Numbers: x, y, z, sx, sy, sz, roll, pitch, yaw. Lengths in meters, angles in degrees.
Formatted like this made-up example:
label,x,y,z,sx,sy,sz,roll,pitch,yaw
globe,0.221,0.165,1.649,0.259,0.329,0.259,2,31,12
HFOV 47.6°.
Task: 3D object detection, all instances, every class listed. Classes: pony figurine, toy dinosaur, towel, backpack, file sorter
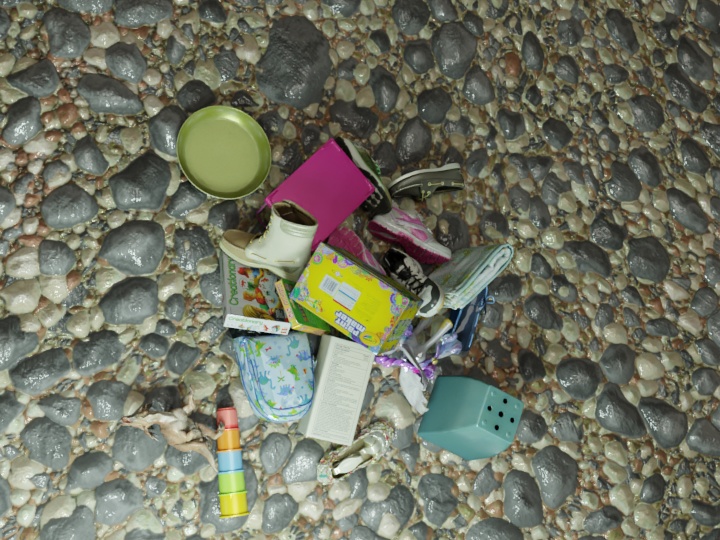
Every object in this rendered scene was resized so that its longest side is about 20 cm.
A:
label,x,y,z,sx,sy,sz,roll,pitch,yaw
pony figurine,0.114,0.176,1.713,0.199,0.167,0.193,-29,58,-22
toy dinosaur,-0.340,0.298,1.512,0.201,0.134,0.086,57,22,-30
towel,0.216,0.010,1.763,0.200,0.171,0.048,-40,110,-25
backpack,-0.162,0.197,1.593,0.162,0.153,0.202,-2,91,-30
file sorter,-0.100,-0.143,1.691,0.139,0.125,0.200,48,66,-8

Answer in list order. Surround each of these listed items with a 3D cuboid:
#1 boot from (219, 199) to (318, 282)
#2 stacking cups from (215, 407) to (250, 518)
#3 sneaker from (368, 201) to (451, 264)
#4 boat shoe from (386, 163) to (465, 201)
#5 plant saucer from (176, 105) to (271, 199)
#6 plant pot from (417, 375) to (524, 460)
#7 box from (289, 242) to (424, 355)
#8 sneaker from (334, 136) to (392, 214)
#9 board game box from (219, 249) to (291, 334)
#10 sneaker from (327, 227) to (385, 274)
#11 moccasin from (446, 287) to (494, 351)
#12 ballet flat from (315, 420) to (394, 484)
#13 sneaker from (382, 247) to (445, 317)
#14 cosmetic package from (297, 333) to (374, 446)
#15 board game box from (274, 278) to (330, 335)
label,x,y,z,sx,sy,sz,roll,pitch,yaw
boot,-0.178,-0.073,1.581,0.198,0.156,0.072,21,44,10
stacking cups,-0.248,0.363,1.550,0.060,0.060,0.202,-3,79,-23
sneaker,0.120,-0.086,1.793,0.199,0.081,0.089,31,68,-11
boat shoe,0.151,-0.192,1.837,0.200,0.072,0.061,-16,80,-29
plant saucer,-0.283,-0.241,1.688,0.198,0.031,0.202,5,77,-21
plant pot,0.239,0.302,1.693,0.140,0.200,0.142,28,69,-14
box,-0.001,0.053,1.568,0.199,0.193,0.123,33,95,13
sneaker,0.021,-0.215,1.777,0.088,0.077,0.201,-23,74,-41
board game box,-0.208,0.038,1.594,0.125,0.035,0.201,9,38,-21
sneaker,0.000,0.000,1.723,0.081,0.088,0.201,-33,80,10
moccasin,0.247,0.084,1.821,0.068,0.080,0.202,26,84,-13
ballet flat,0.000,0.372,1.652,0.199,0.064,0.076,-31,97,-26
sneaker,0.103,0.023,1.708,0.076,0.200,0.087,-48,126,6
cosmetic package,-0.048,0.238,1.635,0.103,0.073,0.202,18,84,-18
board game box,-0.113,0.074,1.603,0.030,0.200,0.096,-25,76,8
